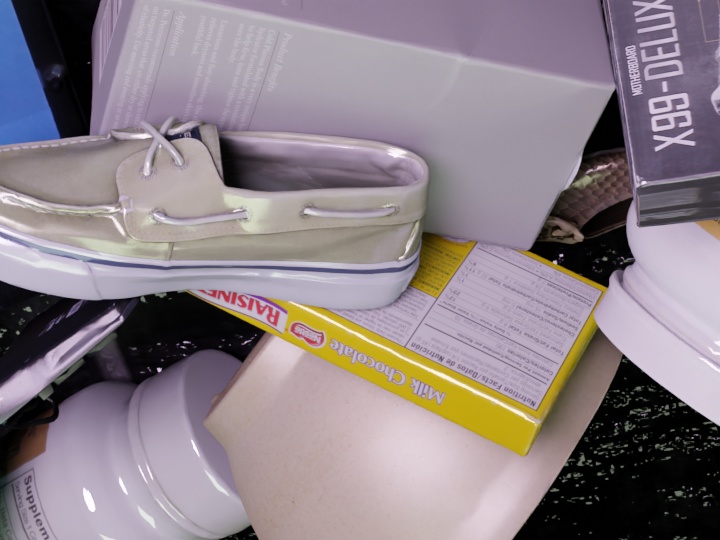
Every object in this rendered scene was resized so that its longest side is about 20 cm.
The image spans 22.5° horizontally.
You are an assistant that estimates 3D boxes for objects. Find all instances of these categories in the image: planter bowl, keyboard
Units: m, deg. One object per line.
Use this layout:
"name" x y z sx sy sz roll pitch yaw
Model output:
"planter bowl" 0.011 0.064 0.848 0.134 0.201 0.201 36 130 -3
"keyboard" -0.125 0.038 0.787 0.104 0.200 0.040 -34 98 2

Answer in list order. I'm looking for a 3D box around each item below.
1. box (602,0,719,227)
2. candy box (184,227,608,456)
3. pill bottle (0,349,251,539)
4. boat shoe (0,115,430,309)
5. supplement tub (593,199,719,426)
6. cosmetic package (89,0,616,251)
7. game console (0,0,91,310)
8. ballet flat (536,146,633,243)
"box" 0.157 -0.125 0.621 0.156 0.202 0.050 -9 164 7
"candy box" 0.000 0.000 0.763 0.199 0.102 0.027 26 131 11
"pill bottle" -0.136 0.123 0.943 0.199 0.115 0.114 -30 131 26
"boat shoe" -0.068 -0.031 0.701 0.198 0.072 0.062 4 126 -18
"supplement tub" 0.195 -0.033 0.718 0.144 0.145 0.201 25 104 -27
"cosmetic package" -0.006 -0.085 0.745 0.198 0.091 0.107 9 138 -17
"game console" -0.187 -0.027 0.685 0.117 0.171 0.201 -4 128 15
"ballet flat" 0.154 -0.035 0.821 0.198 0.047 0.067 -10 173 4
